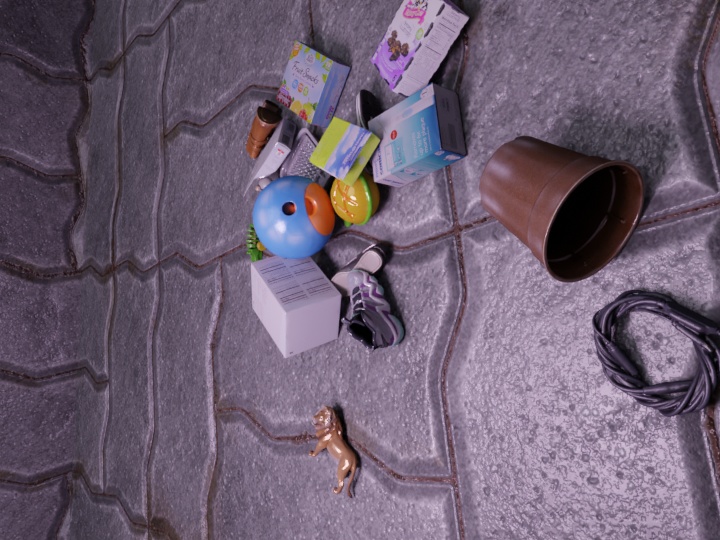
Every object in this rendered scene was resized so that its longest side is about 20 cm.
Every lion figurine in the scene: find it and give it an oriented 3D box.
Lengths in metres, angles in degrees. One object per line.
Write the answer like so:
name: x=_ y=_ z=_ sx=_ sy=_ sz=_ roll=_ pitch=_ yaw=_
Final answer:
lion figurine: x=-0.054 y=0.430 z=1.418 sx=0.200 sy=0.072 sz=0.123 roll=45 pitch=112 yaw=24

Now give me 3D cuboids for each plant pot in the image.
plant pot: x=0.310 y=-0.115 z=0.964 sx=0.198 sy=0.199 sz=0.201 roll=46 pitch=120 yaw=49

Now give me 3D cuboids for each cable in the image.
cable: x=0.442 y=0.121 z=0.897 sx=0.200 sy=0.051 sz=0.164 roll=33 pitch=116 yaw=42

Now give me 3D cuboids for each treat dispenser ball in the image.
treat dispenser ball: x=-0.161 y=-0.129 z=1.436 sx=0.200 sy=0.200 sz=0.203 roll=-6 pitch=83 yaw=48

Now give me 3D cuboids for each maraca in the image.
maraca: x=-0.021 y=-0.170 z=1.397 sx=0.200 sy=0.106 sz=0.138 roll=-18 pitch=88 yaw=66

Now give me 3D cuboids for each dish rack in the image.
dish rack: x=-0.134 y=-0.261 z=1.575 sx=0.172 sy=0.043 sz=0.200 roll=-57 pitch=49 yaw=29

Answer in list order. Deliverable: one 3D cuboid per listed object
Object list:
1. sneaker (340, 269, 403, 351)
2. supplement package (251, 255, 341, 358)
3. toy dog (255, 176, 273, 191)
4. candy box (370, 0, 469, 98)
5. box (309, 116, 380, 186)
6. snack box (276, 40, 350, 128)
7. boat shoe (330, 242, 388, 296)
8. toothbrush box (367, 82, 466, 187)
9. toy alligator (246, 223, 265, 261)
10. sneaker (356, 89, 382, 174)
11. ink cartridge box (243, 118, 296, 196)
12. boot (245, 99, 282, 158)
sneaker: x=-0.001 y=0.086 z=1.296 sx=0.201 sy=0.139 sz=0.078 roll=55 pitch=127 yaw=20
supplement package: x=-0.163 y=0.076 z=1.466 sx=0.200 sy=0.150 sz=0.153 roll=48 pitch=145 yaw=39
toy dog: x=-0.240 y=-0.163 z=1.609 sx=0.200 sy=0.096 sz=0.133 roll=42 pitch=147 yaw=44
candy box: x=0.119 y=-0.491 z=1.261 sx=0.201 sy=0.071 sz=0.168 roll=-56 pitch=36 yaw=28
box: x=-0.035 y=-0.267 z=1.326 sx=0.122 sy=0.047 sz=0.200 roll=-59 pitch=34 yaw=6
snack box: x=-0.129 y=-0.495 z=1.570 sx=0.200 sy=0.067 sz=0.170 roll=43 pitch=118 yaw=40
boat shoe: x=0.000 y=0.000 z=1.402 sx=0.067 sy=0.057 sz=0.200 roll=48 pitch=134 yaw=-3
toothbrush box: x=0.116 y=-0.282 z=1.263 sx=0.199 sy=0.085 sz=0.148 roll=-18 pitch=73 yaw=48
toy alligator: x=-0.314 y=-0.069 z=1.751 sx=0.059 sy=0.054 sz=0.202 roll=10 pitch=94 yaw=49
sneaker: x=-0.004 y=-0.320 z=1.408 sx=0.115 sy=0.075 sz=0.202 roll=-19 pitch=75 yaw=44
ink cartridge box: x=-0.251 y=-0.305 z=1.648 sx=0.200 sy=0.050 sz=0.163 roll=-53 pitch=21 yaw=31
boot: x=-0.290 y=-0.394 z=1.698 sx=0.156 sy=0.076 sz=0.200 roll=-60 pitch=24 yaw=22
